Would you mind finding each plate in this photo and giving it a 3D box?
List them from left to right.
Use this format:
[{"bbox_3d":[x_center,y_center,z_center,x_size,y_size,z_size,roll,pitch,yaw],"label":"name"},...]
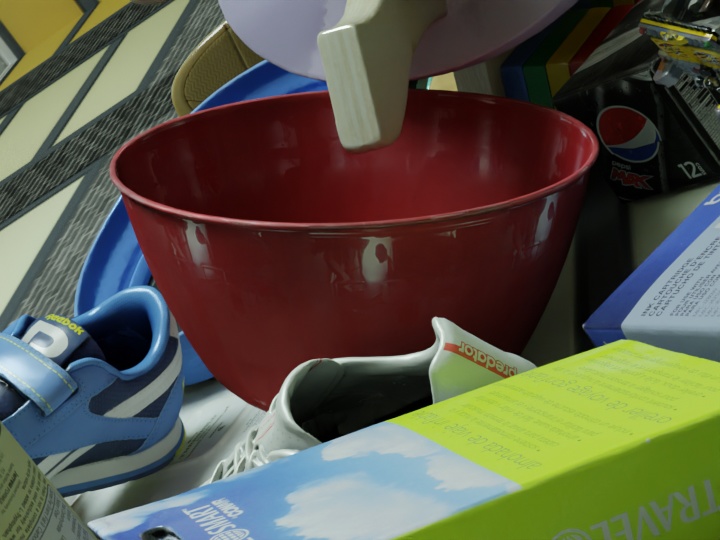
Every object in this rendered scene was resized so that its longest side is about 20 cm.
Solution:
[{"bbox_3d":[-0.064,0.085,0.946,0.200,0.032,0.200,-20,22,44],"label":"plate"}]

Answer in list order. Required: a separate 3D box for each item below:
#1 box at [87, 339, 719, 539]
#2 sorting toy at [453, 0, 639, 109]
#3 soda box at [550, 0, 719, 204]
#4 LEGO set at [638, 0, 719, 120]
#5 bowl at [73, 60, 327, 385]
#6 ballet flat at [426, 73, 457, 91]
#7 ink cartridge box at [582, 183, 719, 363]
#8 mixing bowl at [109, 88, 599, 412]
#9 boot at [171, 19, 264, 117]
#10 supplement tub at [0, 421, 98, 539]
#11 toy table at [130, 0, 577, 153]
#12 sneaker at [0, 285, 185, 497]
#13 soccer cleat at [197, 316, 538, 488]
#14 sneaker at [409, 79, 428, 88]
[{"bbox_3d":[0.027,0.076,0.636,0.200,0.048,0.122,-18,11,-18],"label":"box"},{"bbox_3d":[0.107,-0.167,1.015,0.069,0.200,0.199,-1,29,28],"label":"sorting toy"},{"bbox_3d":[0.176,-0.119,0.960,0.071,0.063,0.200,-15,26,51],"label":"soda box"},{"bbox_3d":[0.153,-0.117,0.751,0.200,0.154,0.116,25,89,46],"label":"LEGO set"},{"bbox_3d":[-0.063,-0.027,1.043,0.200,0.039,0.201,-34,31,24],"label":"bowl"},{"bbox_3d":[0.058,-0.071,1.106,0.063,0.069,0.200,3,36,22],"label":"ballet flat"},{"bbox_3d":[0.161,-0.004,0.721,0.119,0.042,0.200,-43,16,-22],"label":"ink cartridge box"},{"bbox_3d":[0.000,0.000,0.850,0.200,0.109,0.200,-3,18,1],"label":"mixing bowl"},{"bbox_3d":[-0.025,-0.139,1.206,0.200,0.072,0.155,-36,6,-6],"label":"boot"},{"bbox_3d":[-0.119,0.141,0.597,0.145,0.200,0.145,-33,17,11],"label":"supplement tub"},{"bbox_3d":[0.003,-0.142,0.862,0.200,0.184,0.117,-26,-5,27],"label":"toy table"},{"bbox_3d":[-0.153,0.062,0.869,0.200,0.074,0.082,-25,-41,-47],"label":"sneaker"},{"bbox_3d":[-0.019,0.073,0.768,0.200,0.085,0.069,-24,44,30],"label":"soccer cleat"},{"bbox_3d":[-0.002,-0.058,1.170,0.089,0.077,0.200,-37,6,39],"label":"sneaker"}]
